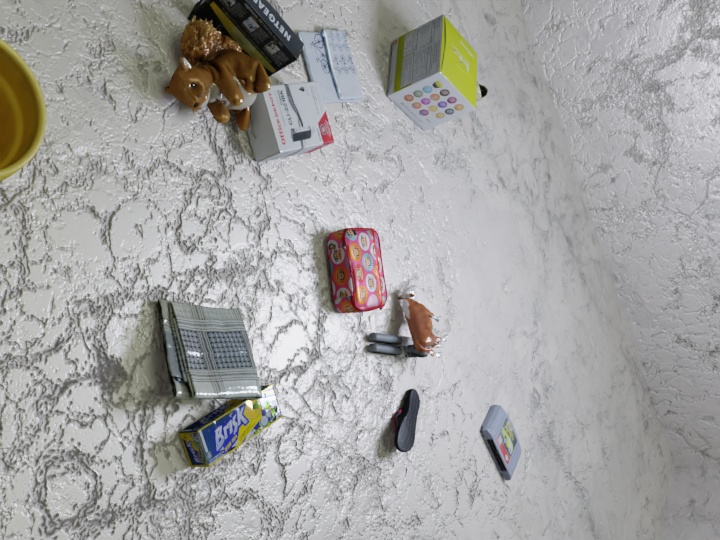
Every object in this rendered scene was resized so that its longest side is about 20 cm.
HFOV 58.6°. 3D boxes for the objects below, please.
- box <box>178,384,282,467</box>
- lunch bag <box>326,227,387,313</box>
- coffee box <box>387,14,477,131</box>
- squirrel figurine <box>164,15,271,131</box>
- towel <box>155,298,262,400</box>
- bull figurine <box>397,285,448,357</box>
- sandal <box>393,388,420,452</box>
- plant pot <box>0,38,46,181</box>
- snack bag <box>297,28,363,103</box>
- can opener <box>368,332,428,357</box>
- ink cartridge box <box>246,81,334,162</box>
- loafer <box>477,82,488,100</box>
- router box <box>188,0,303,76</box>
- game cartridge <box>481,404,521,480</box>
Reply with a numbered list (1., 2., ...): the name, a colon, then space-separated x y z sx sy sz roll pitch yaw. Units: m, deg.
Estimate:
1. box: -0.240 0.289 1.210 0.198 0.063 0.072 -26 100 -51
2. lunch bag: 0.000 0.000 1.575 0.174 0.080 0.208 -4 85 -55
3. coffee box: 0.216 -0.578 1.895 0.197 0.194 0.207 28 59 -42
4. squirrel figurine: -0.304 -0.394 1.286 0.183 0.141 0.205 -13 76 -40
5. towel: -0.275 0.145 1.181 0.197 0.034 0.197 12 52 -48
6. bull figurine: 0.163 0.135 1.692 0.119 0.065 0.204 22 42 -31
7. sandal: 0.113 0.386 1.641 0.077 0.044 0.202 64 26 -24
8. plant pot: -0.554 -0.197 0.857 0.198 0.185 0.208 17 67 -46
9. snack bag: -0.077 -0.530 1.662 0.198 0.021 0.195 -20 97 -51
10. can opener: 0.098 0.191 1.655 0.196 0.065 0.055 14 71 -43
11. ink cartridge box: -0.165 -0.339 1.454 0.198 0.082 0.149 -25 100 -50
12. loafer: 0.375 -0.614 2.201 0.198 0.067 0.078 -27 100 -50
13. router box: -0.239 -0.503 1.350 0.200 0.154 0.053 43 51 -35
14. game cartridge: 0.445 0.531 2.008 0.204 0.040 0.133 63 37 -18
